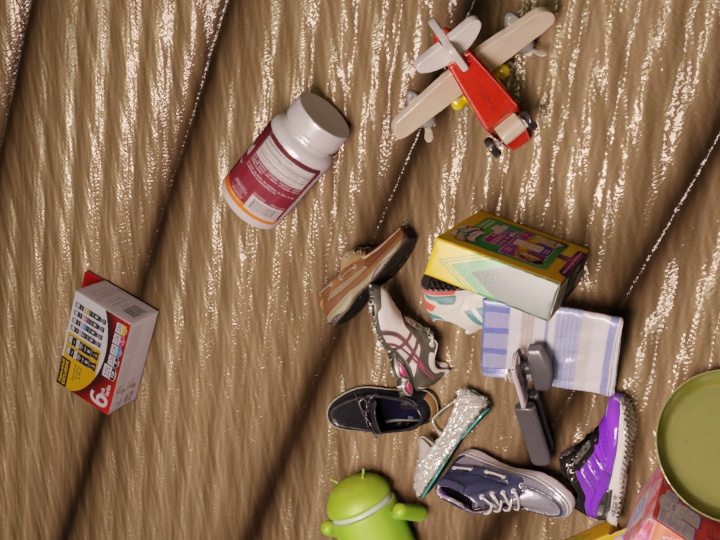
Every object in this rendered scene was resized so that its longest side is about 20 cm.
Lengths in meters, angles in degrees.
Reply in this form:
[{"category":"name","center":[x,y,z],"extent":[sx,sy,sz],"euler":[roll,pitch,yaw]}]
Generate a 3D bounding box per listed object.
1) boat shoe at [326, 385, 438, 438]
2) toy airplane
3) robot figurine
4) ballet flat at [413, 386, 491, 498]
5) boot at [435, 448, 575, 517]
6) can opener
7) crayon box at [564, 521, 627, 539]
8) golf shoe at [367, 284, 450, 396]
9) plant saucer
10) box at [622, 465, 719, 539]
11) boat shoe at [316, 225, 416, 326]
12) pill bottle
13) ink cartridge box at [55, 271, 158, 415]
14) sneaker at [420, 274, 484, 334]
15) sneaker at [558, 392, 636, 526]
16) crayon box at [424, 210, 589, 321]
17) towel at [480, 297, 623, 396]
[{"category":"boat shoe","center":[0.027,0.228,1.438],"extent":[0.199,0.062,0.075],"euler":[-8,102,28]},{"category":"toy airplane","center":[0.148,-0.263,1.204],"extent":[0.198,0.142,0.200],"euler":[2,122,-9]},{"category":"robot figurine","center":[0.018,0.422,1.462],"extent":[0.175,0.116,0.201],"euler":[-23,93,33]},{"category":"ballet flat","center":[0.131,0.263,1.398],"extent":[0.072,0.072,0.201],"euler":[37,108,12]},{"category":"boot","center":[0.213,0.340,1.339],"extent":[0.199,0.090,0.073],"euler":[13,124,36]},{"category":"can opener","center":[0.253,0.198,1.293],"extent":[0.066,0.053,0.201],"euler":[-1,123,26]},{"category":"crayon box","center":[0.355,0.463,1.350],"extent":[0.199,0.052,0.126],"euler":[-34,88,29]},{"category":"golf shoe","center":[0.068,0.096,1.364],"extent":[0.087,0.077,0.201],"euler":[-20,120,8]},{"category":"plant saucer","center":[0.491,0.233,1.188],"extent":[0.198,0.031,0.202],"euler":[-1,74,5]},{"category":"box","center":[0.421,0.344,1.201],"extent":[0.102,0.200,0.095],"euler":[33,116,13]},{"category":"boat shoe","center":[0.000,0.000,1.383],"extent":[0.200,0.076,0.074],"euler":[-47,73,22]},{"category":"pill bottle","center":[-0.114,-0.168,1.369],"extent":[0.114,0.114,0.200],"euler":[48,118,6]},{"category":"ink cartridge box","center":[-0.483,0.130,1.642],"extent":[0.175,0.084,0.201],"euler":[27,114,17]},{"category":"sneaker","center":[0.189,0.050,1.320],"extent":[0.198,0.071,0.094],"euler":[5,133,15]},{"category":"sneaker","center":[0.338,0.269,1.296],"extent":[0.099,0.069,0.202],"euler":[10,107,25]},{"category":"crayon box","center":[0.203,-0.012,1.209],"extent":[0.171,0.200,0.059],"euler":[21,111,19]},{"category":"towel","center":[0.269,0.110,1.273],"extent":[0.198,0.024,0.148],"euler":[9,129,15]}]
